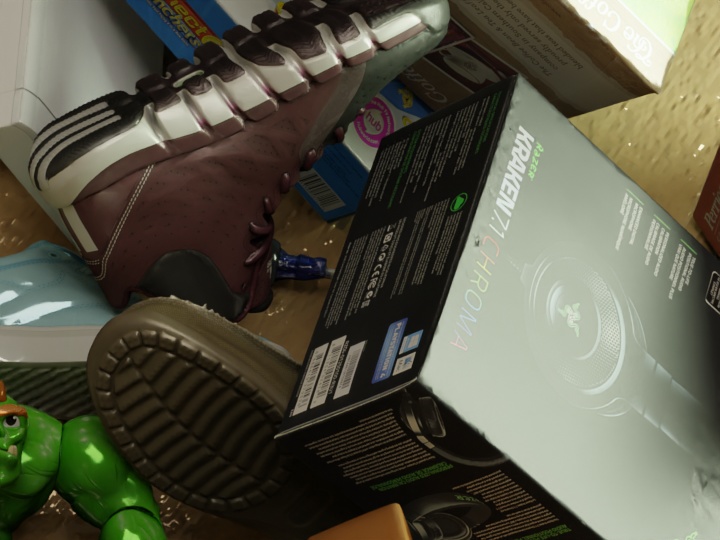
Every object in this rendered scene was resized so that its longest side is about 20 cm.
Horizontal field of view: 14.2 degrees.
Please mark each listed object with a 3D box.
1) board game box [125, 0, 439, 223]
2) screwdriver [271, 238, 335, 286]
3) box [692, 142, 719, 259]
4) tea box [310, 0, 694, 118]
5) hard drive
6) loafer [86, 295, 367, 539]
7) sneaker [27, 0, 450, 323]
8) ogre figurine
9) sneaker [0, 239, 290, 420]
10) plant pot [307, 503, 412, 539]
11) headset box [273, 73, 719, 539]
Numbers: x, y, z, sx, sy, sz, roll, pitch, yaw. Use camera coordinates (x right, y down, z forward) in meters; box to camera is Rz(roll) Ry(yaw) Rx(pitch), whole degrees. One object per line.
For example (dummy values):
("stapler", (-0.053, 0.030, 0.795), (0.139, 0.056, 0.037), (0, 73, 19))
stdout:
("board game box", (-0.018, -0.164, 1.401), (0.200, 0.056, 0.196), (47, 55, -21))
("screwdriver", (0.000, 0.000, 1.374), (0.198, 0.028, 0.029), (5, 84, -4))
("box", (0.261, -0.008, 1.345), (0.106, 0.153, 0.201), (-20, 61, -20))
("tea box", (0.062, -0.201, 1.350), (0.200, 0.133, 0.198), (39, 59, -28))
("hard drive", (-0.131, -0.112, 1.371), (0.027, 0.132, 0.201), (-13, 54, 18))
("loafer", (-0.039, 0.072, 1.266), (0.200, 0.076, 0.068), (39, 26, -27))
("sneaker", (-0.040, -0.045, 1.285), (0.199, 0.116, 0.076), (-24, 22, -5))
("ogre figurine", (-0.168, 0.111, 1.239), (0.198, 0.098, 0.121), (3, 72, 11))
("sneaker", (-0.125, 0.021, 1.313), (0.198, 0.074, 0.082), (6, 60, -5))
("plant pot", (-0.020, 0.209, 1.147), (0.139, 0.200, 0.201), (-18, 59, 0))
("headset box", (0.083, 0.050, 1.265), (0.200, 0.092, 0.175), (41, 49, -26))
